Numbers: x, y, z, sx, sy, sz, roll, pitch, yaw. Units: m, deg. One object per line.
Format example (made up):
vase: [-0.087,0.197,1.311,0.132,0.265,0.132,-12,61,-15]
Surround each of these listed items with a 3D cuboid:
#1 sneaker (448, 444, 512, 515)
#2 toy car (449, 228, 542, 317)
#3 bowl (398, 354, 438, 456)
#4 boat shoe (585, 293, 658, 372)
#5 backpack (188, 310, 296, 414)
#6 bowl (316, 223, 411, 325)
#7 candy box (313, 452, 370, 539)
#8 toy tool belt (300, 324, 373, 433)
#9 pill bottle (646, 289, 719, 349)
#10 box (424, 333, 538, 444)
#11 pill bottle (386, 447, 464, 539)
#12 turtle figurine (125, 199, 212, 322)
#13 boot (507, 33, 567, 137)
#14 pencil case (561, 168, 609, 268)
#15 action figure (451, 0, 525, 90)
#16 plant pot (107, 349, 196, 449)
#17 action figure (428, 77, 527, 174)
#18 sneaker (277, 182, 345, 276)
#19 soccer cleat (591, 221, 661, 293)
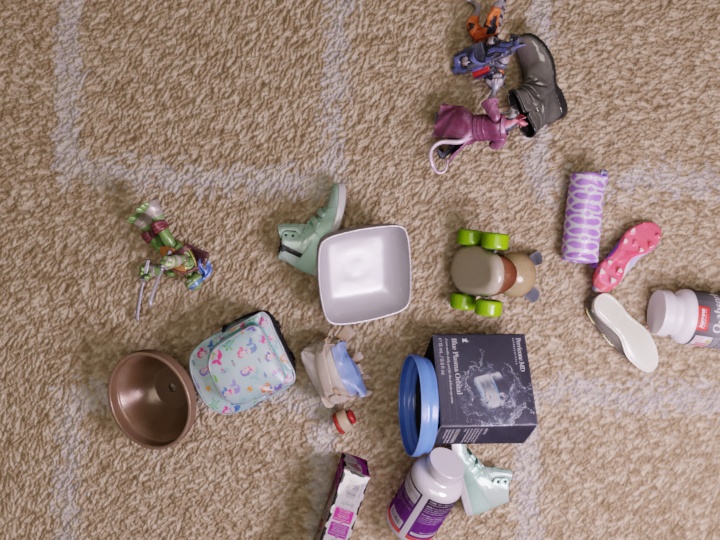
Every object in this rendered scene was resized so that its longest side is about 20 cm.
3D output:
sneaker: [0.253,0.406,1.691,0.117,0.074,0.203,-15,101,2]
toy car: [0.303,0.006,1.684,0.198,0.157,0.167,3,96,-32]
bowl: [0.117,0.272,1.624,0.039,0.201,0.204,2,92,-10]
boat shoe: [0.558,0.132,1.719,0.072,0.060,0.202,-41,95,-13]
backpack: [-0.244,0.194,1.631,0.198,0.151,0.179,-24,94,2]
bowl: [0.000,0.000,1.642,0.197,0.075,0.203,-11,112,-17]
candy box: [-0.041,0.492,1.653,0.060,0.136,0.203,18,90,-3]
toy tool belt: [-0.031,0.223,1.654,0.122,0.125,0.202,-26,94,6]
pill bottle: [0.719,0.102,1.700,0.197,0.116,0.118,8,91,-4]
box: [0.239,0.239,1.633,0.197,0.118,0.199,0,61,-5]
pill bottle: [0.136,0.456,1.637,0.111,0.113,0.202,23,121,-4]
turtle figurine: [-0.415,-0.026,1.611,0.198,0.144,0.196,-30,90,-6]
boot: [0.348,-0.384,1.657,0.130,0.067,0.202,-28,95,-36]
pencil case: [0.474,-0.112,1.699,0.085,0.084,0.203,7,93,-33]
action figure: [0.281,-0.469,1.644,0.104,0.199,0.197,-8,98,-37]
plant pot: [-0.403,0.250,1.627,0.198,0.093,0.204,5,102,22]
action figure: [0.238,-0.292,1.627,0.198,0.150,0.135,-2,128,32]
sneaker: [-0.105,-0.100,1.659,0.117,0.074,0.203,19,93,-10]
soccer cleat: [0.564,-0.029,1.719,0.067,0.077,0.200,42,71,13]
